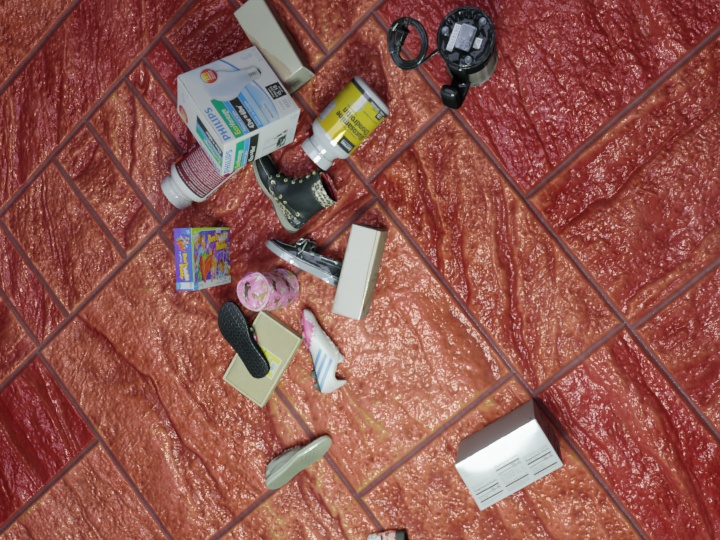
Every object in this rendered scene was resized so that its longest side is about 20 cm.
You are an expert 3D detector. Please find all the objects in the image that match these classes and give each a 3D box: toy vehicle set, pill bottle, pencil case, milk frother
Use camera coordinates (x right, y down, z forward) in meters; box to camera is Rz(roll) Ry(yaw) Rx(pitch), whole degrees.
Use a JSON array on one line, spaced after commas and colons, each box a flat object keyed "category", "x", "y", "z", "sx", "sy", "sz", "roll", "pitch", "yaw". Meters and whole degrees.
[{"category": "toy vehicle set", "x": -0.237, "y": 0.213, "z": 1.626, "sx": 0.123, "sy": 0.026, "sz": 0.202, "roll": 33, "pitch": 101, "yaw": 10}, {"category": "pill bottle", "x": -0.037, "y": -0.324, "z": 1.494, "sx": 0.200, "sy": 0.112, "sz": 0.112, "roll": -45, "pitch": 84, "yaw": 13}, {"category": "pencil case", "x": -0.206, "y": 0.042, "z": 1.517, "sx": 0.085, "sy": 0.200, "sz": 0.084, "roll": 26, "pitch": 98, "yaw": 12}, {"category": "milk frother", "x": 0.174, "y": -0.459, "z": 1.393, "sx": 0.199, "sy": 0.188, "sz": 0.182, "roll": 40, "pitch": 101, "yaw": 8}, {"category": "pill bottle", "x": -0.373, "y": -0.238, "z": 1.583, "sx": 0.198, "sy": 0.113, "sz": 0.114, "roll": -36, "pitch": 85, "yaw": 13}]

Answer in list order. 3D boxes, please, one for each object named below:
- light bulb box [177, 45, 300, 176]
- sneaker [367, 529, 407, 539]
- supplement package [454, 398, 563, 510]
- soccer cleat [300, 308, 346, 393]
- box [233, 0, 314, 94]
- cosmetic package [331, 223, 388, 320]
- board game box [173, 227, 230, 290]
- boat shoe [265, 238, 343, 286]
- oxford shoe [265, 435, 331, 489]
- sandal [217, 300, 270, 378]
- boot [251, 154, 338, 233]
[{"category": "light bulb box", "x": -0.271, "y": -0.353, "z": 1.477, "sx": 0.198, "sy": 0.125, "sz": 0.200, "roll": -31, "pitch": 76, "yaw": -25}, {"category": "sneaker", "x": 0.068, "y": 0.713, "z": 1.568, "sx": 0.105, "sy": 0.067, "sz": 0.207, "roll": -8, "pitch": 89, "yaw": 15}, {"category": "supplement package", "x": 0.316, "y": 0.389, "z": 1.436, "sx": 0.198, "sy": 0.156, "sz": 0.112, "roll": -33, "pitch": 87, "yaw": 14}, {"category": "soccer cleat", "x": -0.086, "y": 0.184, "z": 1.574, "sx": 0.084, "sy": 0.070, "sz": 0.205, "roll": -14, "pitch": 93, "yaw": -2}, {"category": "box", "x": -0.195, "y": -0.517, "z": 1.530, "sx": 0.077, "sy": 0.095, "sz": 0.203, "roll": -32, "pitch": 85, "yaw": 14}, {"category": "cosmetic package", "x": 0.000, "y": 0.000, "z": 1.514, "sx": 0.071, "sy": 0.103, "sz": 0.205, "roll": 14, "pitch": 98, "yaw": 11}, {"category": "board game box", "x": -0.362, "y": -0.031, "z": 1.551, "sx": 0.044, "sy": 0.200, "sz": 0.138, "roll": -1, "pitch": 94, "yaw": 13}, {"category": "boat shoe", "x": -0.127, "y": -0.038, "z": 1.558, "sx": 0.196, "sy": 0.073, "sz": 0.069, "roll": 27, "pitch": 92, "yaw": 17}, {"category": "oxford shoe", "x": -0.155, "y": 0.448, "z": 1.607, "sx": 0.199, "sy": 0.075, "sz": 0.058, "roll": -38, "pitch": 49, "yaw": 12}, {"category": "sandal", "x": -0.277, "y": 0.164, "z": 1.602, "sx": 0.074, "sy": 0.045, "sz": 0.203, "roll": -23, "pitch": 102, "yaw": 20}, {"category": "boot", "x": -0.149, "y": -0.207, "z": 1.533, "sx": 0.152, "sy": 0.073, "sz": 0.207, "roll": -25, "pitch": 94, "yaw": 31}]
